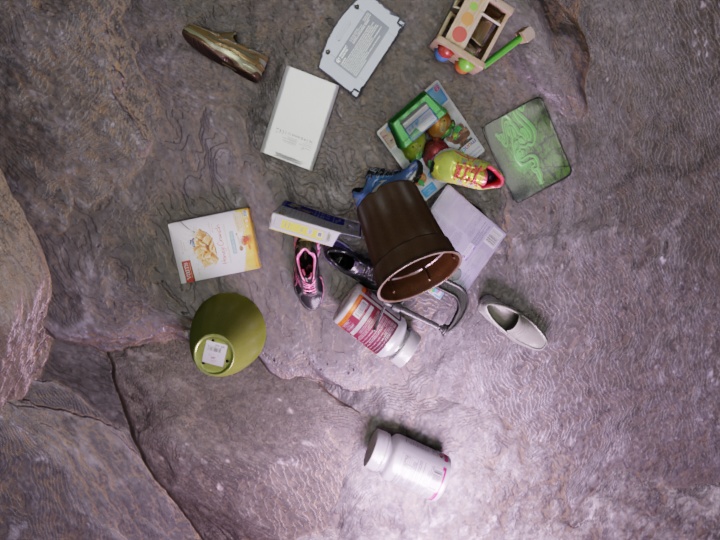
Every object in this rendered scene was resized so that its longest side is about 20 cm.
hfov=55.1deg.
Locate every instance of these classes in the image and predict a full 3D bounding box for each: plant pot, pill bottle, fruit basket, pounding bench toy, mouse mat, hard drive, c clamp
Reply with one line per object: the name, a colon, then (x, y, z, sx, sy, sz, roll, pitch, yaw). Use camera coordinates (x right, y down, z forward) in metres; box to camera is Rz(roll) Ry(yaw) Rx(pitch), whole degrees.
plant pot: (-0.319, 0.164, 1.584, 0.181, 0.200, 0.193, 0, 99, -1)
pill bottle: (0.113, 0.471, 1.684, 0.196, 0.113, 0.116, 25, 98, -5)
fruit basket: (0.163, -0.295, 1.577, 0.184, 0.094, 0.201, -38, 101, 4)
pill bottle: (0.040, 0.133, 1.632, 0.198, 0.110, 0.110, 38, 97, -6)
pounding bench toy: (0.269, -0.508, 1.528, 0.197, 0.124, 0.159, 28, 98, -5)
mouse mat: (0.394, -0.283, 1.626, 0.158, 0.008, 0.204, -27, 97, 3)
plant pot: (0.091, -0.070, 1.482, 0.196, 0.201, 0.202, -24, 68, 3)
hard drive: (-0.141, -0.351, 1.595, 0.129, 0.026, 0.205, 19, 98, -4)
c clamp: (0.144, 0.086, 1.579, 0.195, 0.027, 0.175, 19, 91, -2)

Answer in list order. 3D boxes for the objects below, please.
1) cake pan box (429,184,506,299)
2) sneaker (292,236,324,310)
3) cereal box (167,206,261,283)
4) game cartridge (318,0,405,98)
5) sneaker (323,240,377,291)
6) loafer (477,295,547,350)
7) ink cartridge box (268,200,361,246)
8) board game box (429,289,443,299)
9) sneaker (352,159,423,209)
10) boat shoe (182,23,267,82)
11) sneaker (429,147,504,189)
cake pan box: (0.215, -0.069, 1.599, 0.182, 0.052, 0.202, 36, 91, -8)
sneaker: (-0.124, 0.013, 1.604, 0.077, 0.096, 0.205, -6, 118, -2)
cereal box: (-0.343, -0.059, 1.629, 0.194, 0.040, 0.148, -12, 99, 1)
game cartridge: (-0.004, -0.517, 1.568, 0.132, 0.042, 0.202, 36, 97, -2)
sneaker: (0.000, 0.000, 1.621, 0.196, 0.088, 0.077, 25, 97, -5)
loafer: (0.368, 0.132, 1.658, 0.197, 0.070, 0.071, 31, 97, -6)
ink cartridge box: (-0.096, -0.100, 1.548, 0.195, 0.198, 0.048, 19, 102, -3)
board game box: (0.141, -0.044, 1.637, 0.197, 0.034, 0.136, 33, 91, -6)
sneaker: (0.055, -0.201, 1.573, 0.197, 0.078, 0.091, -29, 91, 30)
boat shoe: (-0.302, -0.506, 1.554, 0.197, 0.072, 0.078, 29, 83, -13)
sneaker: (0.245, -0.223, 1.550, 0.195, 0.090, 0.080, 0, 113, -32)
